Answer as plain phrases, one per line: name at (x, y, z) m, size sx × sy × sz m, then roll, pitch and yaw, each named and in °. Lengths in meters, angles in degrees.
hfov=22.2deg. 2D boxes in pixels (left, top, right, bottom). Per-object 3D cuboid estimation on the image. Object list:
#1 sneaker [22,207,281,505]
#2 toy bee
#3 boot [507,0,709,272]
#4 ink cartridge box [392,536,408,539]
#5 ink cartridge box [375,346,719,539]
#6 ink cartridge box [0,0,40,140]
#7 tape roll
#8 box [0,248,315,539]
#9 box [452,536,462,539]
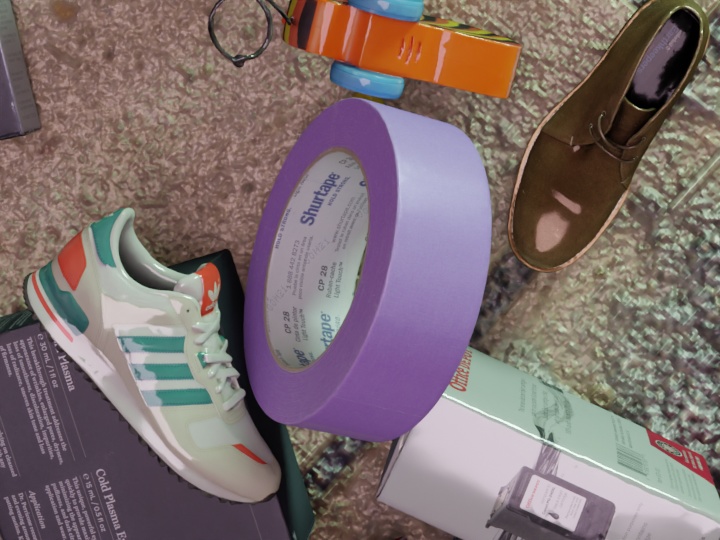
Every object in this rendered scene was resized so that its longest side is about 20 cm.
sneaker at (-0.106, 0.049, 1.097) m, size 0.093 × 0.070 × 0.200 m, roll -44°, pitch 90°, yaw 15°
toy bee at (-0.002, -0.160, 1.159) m, size 0.200 × 0.109 × 0.131 m, roll 31°, pitch 97°, yaw -27°
boot at (0.154, -0.086, 1.160) m, size 0.074 × 0.075 × 0.200 m, roll 30°, pitch 100°, yaw -1°
ink cartridge box at (-0.045, 0.288, 1.175) m, size 0.200 × 0.145 × 0.145 m, roll -24°, pitch 95°, yaw 21°
ink cartridge box at (0.117, 0.129, 1.156) m, size 0.200 × 0.145 × 0.083 m, roll 24°, pitch 102°, yaw 1°
ink cartridge box at (-0.331, -0.166, 1.207) m, size 0.198 × 0.043 × 0.200 m, roll -12°, pitch 95°, yaw 7°
tape roll at (0.000, 0.000, 1.111) m, size 0.066 × 0.200 × 0.200 m, roll 14°, pitch 100°, yaw -26°
box at (-0.147, 0.110, 1.198) m, size 0.182 × 0.104 × 0.200 m, roll -16°, pitch 96°, yaw 8°
box at (0.155, 0.217, 1.197) m, size 0.200 × 0.082 × 0.049 m, roll 27°, pitch 100°, yaw 1°
